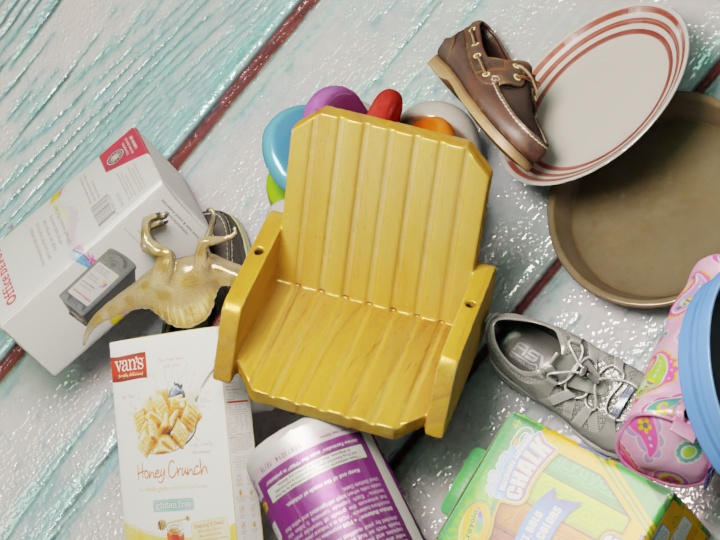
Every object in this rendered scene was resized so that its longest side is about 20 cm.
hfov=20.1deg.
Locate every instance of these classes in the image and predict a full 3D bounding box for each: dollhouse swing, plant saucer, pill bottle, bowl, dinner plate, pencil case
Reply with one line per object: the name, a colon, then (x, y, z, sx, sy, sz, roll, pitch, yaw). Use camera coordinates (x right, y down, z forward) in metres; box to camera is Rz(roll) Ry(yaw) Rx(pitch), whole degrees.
dollhouse swing: (0.000, 0.000, 1.644, 0.199, 0.176, 0.182, 15, 47, 11)
plant saucer: (0.257, -0.058, 1.729, 0.199, 0.029, 0.201, -10, 65, 21)
pill bottle: (-0.007, 0.222, 1.668, 0.112, 0.112, 0.200, -30, 71, 10)
bowl: (0.316, 0.089, 1.546, 0.039, 0.200, 0.201, -24, 55, 46)
dinner plate: (0.205, -0.150, 1.765, 0.200, 0.024, 0.201, -33, 35, 26)
pencil case: (0.267, 0.078, 1.588, 0.087, 0.088, 0.200, 8, 44, 27)

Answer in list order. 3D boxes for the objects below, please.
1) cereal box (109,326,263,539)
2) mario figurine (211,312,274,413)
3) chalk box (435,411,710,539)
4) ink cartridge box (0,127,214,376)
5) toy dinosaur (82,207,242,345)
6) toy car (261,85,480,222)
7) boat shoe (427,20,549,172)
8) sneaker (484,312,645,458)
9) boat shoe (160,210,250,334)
cereal box: (-0.152, 0.153, 1.756, 0.144, 0.039, 0.201, -10, 84, 43)
mario figurine: (-0.042, 0.069, 1.759, 0.199, 0.123, 0.106, 13, 116, 22)
chalk box: (0.151, 0.201, 1.606, 0.200, 0.124, 0.125, 25, 80, 31)
ink cartridge box: (-0.246, -0.020, 1.883, 0.200, 0.086, 0.148, -41, 30, 5)
toy dinosaur: (-0.169, 0.003, 1.775, 0.199, 0.058, 0.102, -13, 82, 14)
toy car: (0.000, -0.094, 1.777, 0.199, 0.150, 0.175, 4, 53, 27)
boat shoe: (0.120, -0.160, 1.787, 0.070, 0.070, 0.200, -41, 39, 8)
sneaker: (0.178, 0.094, 1.665, 0.200, 0.082, 0.075, 24, 79, 31)
boat shoe: (-0.143, 0.030, 1.853, 0.073, 0.065, 0.201, -10, 63, 22)
